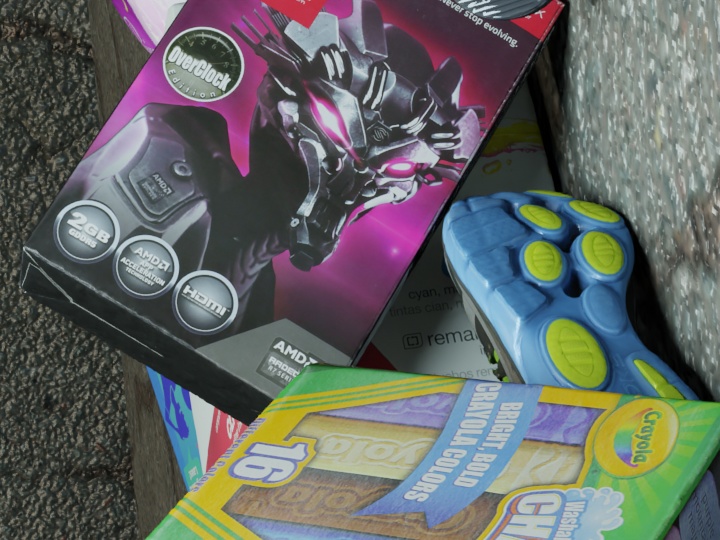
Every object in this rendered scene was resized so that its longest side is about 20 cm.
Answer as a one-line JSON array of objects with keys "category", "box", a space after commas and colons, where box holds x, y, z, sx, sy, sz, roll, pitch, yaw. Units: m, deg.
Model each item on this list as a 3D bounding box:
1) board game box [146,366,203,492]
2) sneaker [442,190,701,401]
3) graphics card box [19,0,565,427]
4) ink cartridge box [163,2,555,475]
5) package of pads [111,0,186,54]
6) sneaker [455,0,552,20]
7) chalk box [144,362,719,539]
[{"category": "board game box", "box": [-0.042, 0.081, 1.176, 0.152, 0.045, 0.201, -45, 63, 61]}, {"category": "sneaker", "box": [0.072, 0.043, 0.875, 0.200, 0.070, 0.083, -112, 24, -45]}, {"category": "graphics card box", "box": [-0.024, -0.048, 0.929, 0.200, 0.125, 0.051, -58, -2, -20]}, {"category": "ink cartridge box", "box": [0.000, 0.000, 1.031, 0.145, 0.144, 0.201, 103, 157, -61]}, {"category": "package of pads", "box": [-0.043, -0.089, 1.202, 0.200, 0.076, 0.120, 54, 174, -16]}, {"category": "sneaker", "box": [0.047, -0.183, 0.916, 0.082, 0.070, 0.201, 48, -144, -79]}, {"category": "chalk box", "box": [0.052, 0.116, 0.747, 0.124, 0.199, 0.125, -46, -49, -47]}]
